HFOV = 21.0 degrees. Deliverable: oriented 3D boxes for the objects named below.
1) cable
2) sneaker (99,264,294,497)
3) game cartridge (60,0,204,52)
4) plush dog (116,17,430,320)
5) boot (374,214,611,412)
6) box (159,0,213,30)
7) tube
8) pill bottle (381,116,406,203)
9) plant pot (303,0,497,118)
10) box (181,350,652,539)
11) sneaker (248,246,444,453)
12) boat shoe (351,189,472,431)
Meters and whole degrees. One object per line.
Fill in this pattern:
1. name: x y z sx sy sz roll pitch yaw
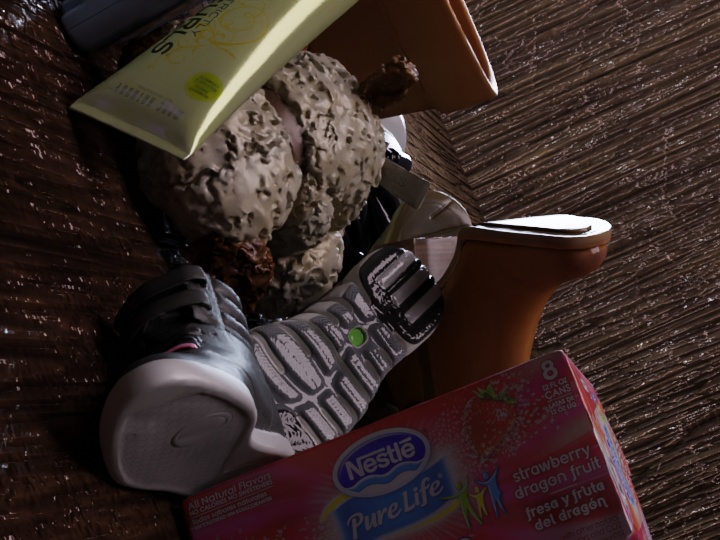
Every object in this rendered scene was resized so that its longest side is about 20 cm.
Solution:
1. cable: 0.000 0.000 1.318 0.163 0.051 0.201 56 42 -73
2. sneaker: -0.088 0.042 0.883 0.099 0.070 0.200 65 4 16
3. game cartridge: -0.100 -0.182 1.167 0.200 0.133 0.042 -64 130 -78
4. plush dog: -0.063 -0.068 1.140 0.172 0.160 0.201 -29 94 -55
5. boot: 0.083 0.051 1.122 0.200 0.073 0.155 -12 -95 58
6. box: -0.084 -0.114 1.343 0.137 0.040 0.201 29 38 -74
7. tube: -0.067 -0.126 1.070 0.200 0.058 0.052 -45 108 -38
8. pill bottle: -0.027 -0.125 1.520 0.114 0.114 0.200 58 12 -44
9. plant pot: -0.006 -0.184 1.350 0.201 0.140 0.200 62 9 -18
10. box: 0.030 0.122 0.924 0.100 0.199 0.096 41 28 -70
11. sneaker: -0.042 0.066 1.071 0.200 0.115 0.075 -34 89 -45
12. boat shoe: 0.010 0.044 1.235 0.073 0.201 0.063 25 -19 -14
